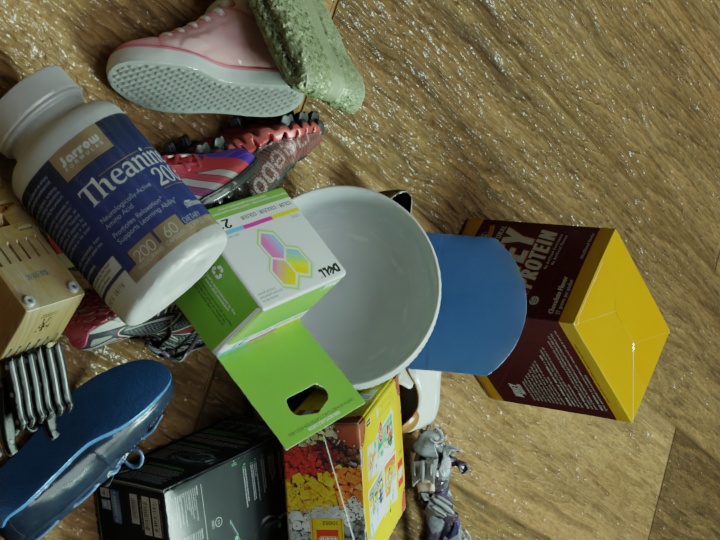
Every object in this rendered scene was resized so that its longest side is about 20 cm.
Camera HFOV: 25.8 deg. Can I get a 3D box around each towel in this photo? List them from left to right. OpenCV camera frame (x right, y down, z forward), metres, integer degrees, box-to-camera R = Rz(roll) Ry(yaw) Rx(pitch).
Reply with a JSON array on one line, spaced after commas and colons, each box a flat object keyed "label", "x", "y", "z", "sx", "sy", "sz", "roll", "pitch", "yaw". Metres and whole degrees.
[{"label": "towel", "x": -0.065, "y": -0.246, "z": 1.466, "sx": 0.148, "sy": 0.036, "sz": 0.202, "roll": 11, "pitch": 54, "yaw": -67}]

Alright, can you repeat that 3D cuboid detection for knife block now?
[{"label": "knife block", "x": -0.304, "y": 0.045, "z": 1.273, "sx": 0.201, "sy": 0.176, "sz": 0.064, "roll": 51, "pitch": 37, "yaw": 16}]

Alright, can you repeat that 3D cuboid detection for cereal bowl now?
[{"label": "cereal bowl", "x": -0.017, "y": 0.023, "z": 1.551, "sx": 0.083, "sy": 0.198, "sz": 0.202, "roll": 81, "pitch": 24, "yaw": -76}]

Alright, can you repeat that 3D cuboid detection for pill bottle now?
[{"label": "pill bottle", "x": -0.209, "y": -0.064, "z": 1.265, "sx": 0.200, "sy": 0.111, "sz": 0.111, "roll": 49, "pitch": 46, "yaw": 5}]

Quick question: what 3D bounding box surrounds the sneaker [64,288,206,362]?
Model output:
[{"label": "sneaker", "x": -0.180, "y": 0.047, "z": 1.408, "sx": 0.199, "sy": 0.080, "sz": 0.076, "roll": -11, "pitch": 105, "yaw": -52}]

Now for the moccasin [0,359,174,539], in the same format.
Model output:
[{"label": "moccasin", "x": -0.241, "y": 0.156, "z": 1.356, "sx": 0.199, "sy": 0.080, "sz": 0.069, "roll": -38, "pitch": 139, "yaw": -24}]

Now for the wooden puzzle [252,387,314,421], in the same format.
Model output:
[{"label": "wooden puzzle", "x": -0.041, "y": 0.176, "z": 1.639, "sx": 0.199, "sy": 0.037, "sz": 0.188, "roll": -12, "pitch": 103, "yaw": -52}]

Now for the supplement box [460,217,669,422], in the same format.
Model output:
[{"label": "supplement box", "x": 0.221, "y": 0.056, "z": 1.832, "sx": 0.198, "sy": 0.198, "sz": 0.134, "roll": 54, "pitch": 54, "yaw": -41}]

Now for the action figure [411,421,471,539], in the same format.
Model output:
[{"label": "action figure", "x": 0.090, "y": 0.261, "z": 1.789, "sx": 0.130, "sy": 0.068, "sz": 0.202, "roll": -56, "pitch": 145, "yaw": -57}]

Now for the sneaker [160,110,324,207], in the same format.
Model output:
[{"label": "sneaker", "x": -0.106, "y": -0.095, "z": 1.494, "sx": 0.200, "sy": 0.070, "sz": 0.099, "roll": -28, "pitch": 116, "yaw": -45}]

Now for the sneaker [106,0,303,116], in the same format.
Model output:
[{"label": "sneaker", "x": -0.148, "y": -0.204, "z": 1.434, "sx": 0.198, "sy": 0.075, "sz": 0.106, "roll": 3, "pitch": 64, "yaw": -36}]

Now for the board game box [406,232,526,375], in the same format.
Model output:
[{"label": "board game box", "x": 0.078, "y": 0.040, "z": 1.675, "sx": 0.039, "sy": 0.197, "sz": 0.160, "roll": 79, "pitch": 17, "yaw": -64}]

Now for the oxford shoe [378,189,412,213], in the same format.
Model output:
[{"label": "oxford shoe", "x": 0.000, "y": 0.000, "z": 1.625, "sx": 0.070, "sy": 0.075, "sz": 0.202, "roll": 26, "pitch": 66, "yaw": -21}]

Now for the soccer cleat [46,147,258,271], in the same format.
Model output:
[{"label": "soccer cleat", "x": -0.181, "y": -0.071, "z": 1.361, "sx": 0.199, "sy": 0.068, "sz": 0.074, "roll": -28, "pitch": 101, "yaw": -18}]

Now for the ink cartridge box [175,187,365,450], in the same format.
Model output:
[{"label": "ink cartridge box", "x": -0.068, "y": 0.038, "z": 1.381, "sx": 0.201, "sy": 0.076, "sz": 0.147, "roll": 52, "pitch": 30, "yaw": 9}]

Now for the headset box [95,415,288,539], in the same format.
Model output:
[{"label": "headset box", "x": -0.139, "y": 0.248, "z": 1.474, "sx": 0.199, "sy": 0.092, "sz": 0.176, "roll": -22, "pitch": 111, "yaw": -50}]

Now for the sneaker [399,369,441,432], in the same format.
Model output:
[{"label": "sneaker", "x": 0.055, "y": 0.081, "z": 1.715, "sx": 0.084, "sy": 0.072, "sz": 0.203, "roll": -16, "pitch": 108, "yaw": -61}]

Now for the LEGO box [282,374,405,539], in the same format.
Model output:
[{"label": "LEGO box", "x": -0.013, "y": 0.194, "z": 1.529, "sx": 0.200, "sy": 0.076, "sz": 0.151, "roll": -40, "pitch": 128, "yaw": -74}]
